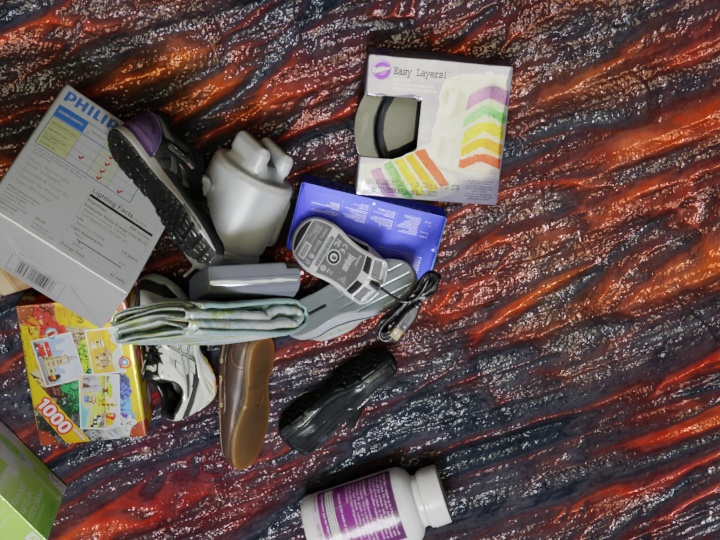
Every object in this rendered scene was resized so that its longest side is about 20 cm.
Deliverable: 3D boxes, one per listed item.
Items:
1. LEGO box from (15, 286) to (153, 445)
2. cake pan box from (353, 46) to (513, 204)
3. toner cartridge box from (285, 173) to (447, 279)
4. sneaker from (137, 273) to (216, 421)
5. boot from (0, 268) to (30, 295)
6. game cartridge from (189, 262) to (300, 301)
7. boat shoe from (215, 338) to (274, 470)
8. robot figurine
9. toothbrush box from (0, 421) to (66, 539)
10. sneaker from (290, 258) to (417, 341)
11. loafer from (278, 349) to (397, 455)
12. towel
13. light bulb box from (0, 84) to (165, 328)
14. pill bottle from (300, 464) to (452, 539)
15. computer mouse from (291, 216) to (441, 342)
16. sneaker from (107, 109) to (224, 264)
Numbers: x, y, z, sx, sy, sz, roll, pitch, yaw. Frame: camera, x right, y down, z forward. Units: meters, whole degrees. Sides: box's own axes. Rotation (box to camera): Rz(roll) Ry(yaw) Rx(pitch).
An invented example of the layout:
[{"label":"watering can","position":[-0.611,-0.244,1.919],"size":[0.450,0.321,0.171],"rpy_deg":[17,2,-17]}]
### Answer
[{"label":"LEGO box","position":[-0.367,0.122,1.696],"size":[0.146,0.077,0.203],"rpy_deg":[-6,109,0]},{"label":"cake pan box","position":[0.088,-0.185,1.626],"size":[0.196,0.052,0.187],"rpy_deg":[5,106,-4]},{"label":"toner cartridge box","position":[0.007,-0.055,1.670],"size":[0.197,0.043,0.096],"rpy_deg":[14,109,-7]},{"label":"sneaker","position":[-0.256,0.105,1.678],"size":[0.075,0.087,0.203],"rpy_deg":[-6,111,41]},{"label":"boot","position":[-0.438,-0.084,1.640],"size":[0.165,0.072,0.202],"rpy_deg":[-30,107,-5]},{"label":"game cartridge","position":[-0.152,0.025,1.609],"size":[0.131,0.200,0.042],"rpy_deg":[1,79,-9]},{"label":"boat shoe","position":[-0.164,0.170,1.733],"size":[0.070,0.070,0.203],"rpy_deg":[20,108,32]},{"label":"robot figurine","position":[-0.161,-0.075,1.619],"size":[0.168,0.113,0.202],"rpy_deg":[14,110,-43]},{"label":"toothbrush box","position":[-0.505,0.284,1.709],"size":[0.086,0.146,0.200],"rpy_deg":[-39,106,11]},{"label":"sneaker","position":[-0.007,0.038,1.676],"size":[0.198,0.071,0.074],"rpy_deg":[-21,75,23]},{"label":"loafer","position":[-0.024,0.183,1.740],"size":[0.200,0.068,0.070],"rpy_deg":[-38,115,15]},{"label":"towel","position":[-0.188,0.064,1.575],"size":[0.170,0.198,0.049],"rpy_deg":[-8,82,41]},{"label":"light bulb box","position":[-0.340,-0.077,1.552],"size":[0.197,0.202,0.125],"rpy_deg":[33,146,-13]},{"label":"pill bottle","position":[0.024,0.342,1.770],"size":[0.197,0.113,0.114],"rpy_deg":[-19,109,4]},{"label":"computer mouse","position":[0.000,0.000,1.617],"size":[0.199,0.044,0.110],"rpy_deg":[36,100,17]},{"label":"sneaker","position":[-0.209,-0.106,1.512],"size":[0.087,0.076,0.201],"rpy_deg":[-35,89,-31]}]
